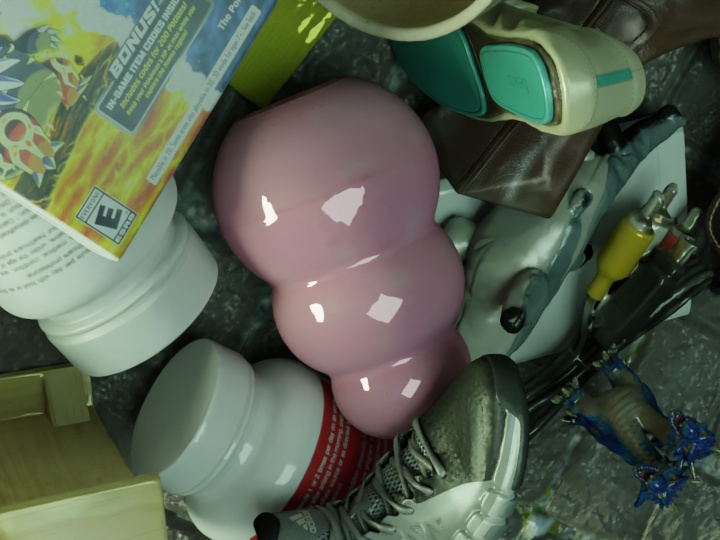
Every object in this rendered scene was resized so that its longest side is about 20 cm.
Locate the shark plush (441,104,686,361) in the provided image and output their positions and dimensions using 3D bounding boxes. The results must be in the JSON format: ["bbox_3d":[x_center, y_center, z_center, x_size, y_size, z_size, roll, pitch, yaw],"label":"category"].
[{"bbox_3d":[0.110,-0.025,0.969,0.200,0.091,0.083,-56,141,-17],"label":"shark plush"}]

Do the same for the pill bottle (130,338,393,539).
[{"bbox_3d":[-0.028,0.120,0.952,0.200,0.112,0.113,31,97,-28],"label":"pill bottle"}]

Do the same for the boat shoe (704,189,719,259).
[{"bbox_3d":[0.272,-0.078,0.948,0.200,0.071,0.070,-46,151,22],"label":"boat shoe"}]

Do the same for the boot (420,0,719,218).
[{"bbox_3d":[0.148,-0.095,0.908,0.200,0.186,0.064,-53,155,-4],"label":"boot"}]

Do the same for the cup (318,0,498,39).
[{"bbox_3d":[0.052,-0.230,0.811,0.143,0.200,0.201,-27,120,-37],"label":"cup"}]

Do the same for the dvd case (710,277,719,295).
[{"bbox_3d":[0.308,-0.047,1.000,0.016,0.149,0.200,45,90,-8],"label":"dvd case"}]

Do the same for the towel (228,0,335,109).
[{"bbox_3d":[-0.100,-0.174,0.865,0.200,0.018,0.086,36,98,-29],"label":"towel"}]

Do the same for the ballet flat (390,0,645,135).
[{"bbox_3d":[0.081,-0.111,0.855,0.069,0.200,0.070,-7,110,-21],"label":"ballet flat"}]

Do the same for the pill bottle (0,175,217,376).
[{"bbox_3d":[-0.164,-0.049,0.832,0.113,0.113,0.200,-37,118,-4],"label":"pill bottle"}]

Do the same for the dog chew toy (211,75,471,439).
[{"bbox_3d":[0.000,0.000,0.892,0.124,0.125,0.201,-24,99,-11],"label":"dog chew toy"}]

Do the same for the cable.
[{"bbox_3d":[0.141,0.035,1.007,0.200,0.050,0.097,-48,149,18],"label":"cable"}]

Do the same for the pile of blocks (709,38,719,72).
[{"bbox_3d":[0.299,-0.146,0.993,0.199,0.082,0.062,-22,117,-12],"label":"pile of blocks"}]

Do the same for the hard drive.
[{"bbox_3d":[0.106,-0.011,1.003,0.199,0.026,0.133,-15,115,-16],"label":"hard drive"}]

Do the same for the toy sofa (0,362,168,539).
[{"bbox_3d":[-0.159,0.125,0.854,0.082,0.200,0.098,-9,108,-18],"label":"toy sofa"}]

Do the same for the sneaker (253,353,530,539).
[{"bbox_3d":[0.007,0.125,0.852,0.115,0.075,0.201,10,119,-18],"label":"sneaker"}]

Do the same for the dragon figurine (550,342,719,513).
[{"bbox_3d":[0.170,0.103,0.982,0.059,0.100,0.200,-40,161,0],"label":"dragon figurine"}]

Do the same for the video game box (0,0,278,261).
[{"bbox_3d":[-0.133,-0.136,0.737,0.182,0.047,0.201,33,83,-26],"label":"video game box"}]
